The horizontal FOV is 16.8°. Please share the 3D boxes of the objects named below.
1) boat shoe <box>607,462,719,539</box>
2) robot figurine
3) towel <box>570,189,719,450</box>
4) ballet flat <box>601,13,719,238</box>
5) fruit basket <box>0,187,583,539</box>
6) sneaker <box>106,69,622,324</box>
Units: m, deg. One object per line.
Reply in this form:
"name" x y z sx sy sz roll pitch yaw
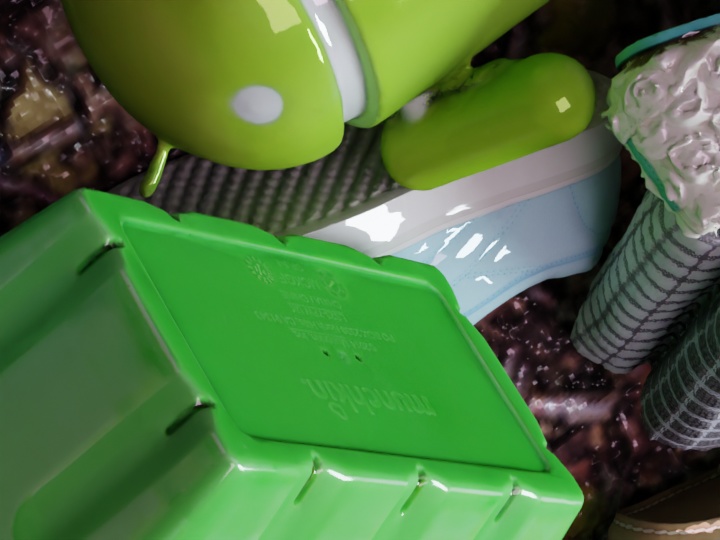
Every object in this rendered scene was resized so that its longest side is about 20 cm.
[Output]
"boat shoe" 0.173 0.071 0.908 0.199 0.074 0.067 -13 104 -29
"robot figurine" -0.002 -0.108 0.704 0.200 0.116 0.176 -35 106 -12
"towel" 0.172 -0.035 0.805 0.200 0.166 0.086 -40 79 -15
"ballet flat" 0.167 -0.059 0.694 0.199 0.072 0.072 -20 118 -4
"fruit basket" -0.071 0.079 0.686 0.215 0.156 0.216 -24 150 -15
"sneaker" 0.000 0.000 0.774 0.199 0.074 0.082 -16 120 -19
